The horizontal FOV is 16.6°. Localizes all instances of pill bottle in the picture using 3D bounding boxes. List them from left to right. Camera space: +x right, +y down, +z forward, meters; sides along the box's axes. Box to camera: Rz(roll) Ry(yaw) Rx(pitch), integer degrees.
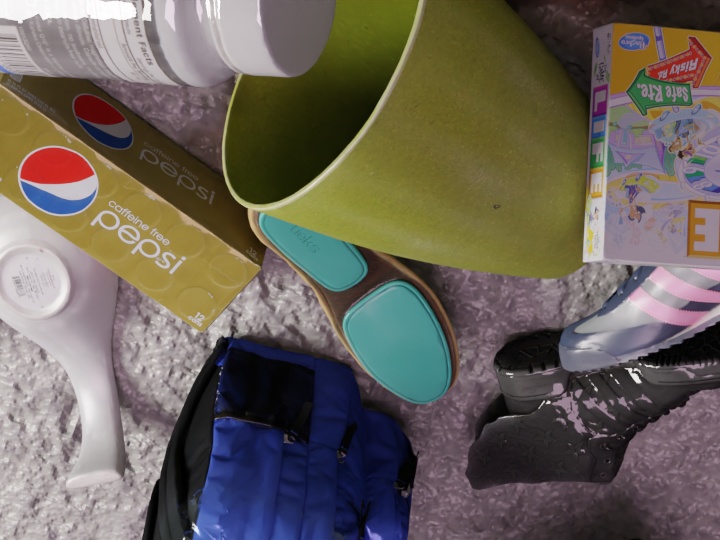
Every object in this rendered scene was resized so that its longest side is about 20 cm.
[{"bbox_3d":[-0.122,-0.162,1.393,0.200,0.114,0.114,6,126,25],"label":"pill bottle"}]

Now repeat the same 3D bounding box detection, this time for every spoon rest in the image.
[{"bbox_3d":[-0.195,0.040,1.611,0.099,0.061,0.200,-10,109,12],"label":"spoon rest"}]

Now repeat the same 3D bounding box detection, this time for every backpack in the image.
[{"bbox_3d":[-0.054,0.162,1.579,0.167,0.200,0.163,13,123,-1],"label":"backpack"}]

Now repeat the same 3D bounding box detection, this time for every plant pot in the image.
[{"bbox_3d":[0.055,-0.079,1.436,0.200,0.187,0.187,28,124,-28],"label":"plant pot"}]

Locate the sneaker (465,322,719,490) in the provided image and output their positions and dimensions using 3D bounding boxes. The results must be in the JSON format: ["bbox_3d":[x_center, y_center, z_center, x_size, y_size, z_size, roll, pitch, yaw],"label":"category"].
[{"bbox_3d":[0.159,0.090,1.593,0.199,0.060,0.104,-5,122,17],"label":"sneaker"}]

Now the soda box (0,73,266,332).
[{"bbox_3d":[-0.153,-0.053,1.531,0.200,0.064,0.068,35,120,-16],"label":"soda box"}]

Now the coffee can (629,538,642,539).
[{"bbox_3d":[0.176,0.300,1.633,0.146,0.146,0.200,-31,90,24],"label":"coffee can"}]

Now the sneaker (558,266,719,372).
[{"bbox_3d":[0.197,-0.006,1.502,0.200,0.070,0.082,-27,99,21],"label":"sneaker"}]

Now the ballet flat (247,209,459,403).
[{"bbox_3d":[0.000,0.000,1.550,0.069,0.063,0.200,-29,123,14],"label":"ballet flat"}]

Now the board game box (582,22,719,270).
[{"bbox_3d":[0.229,-0.066,1.418,0.199,0.034,0.135,3,88,-15],"label":"board game box"}]
